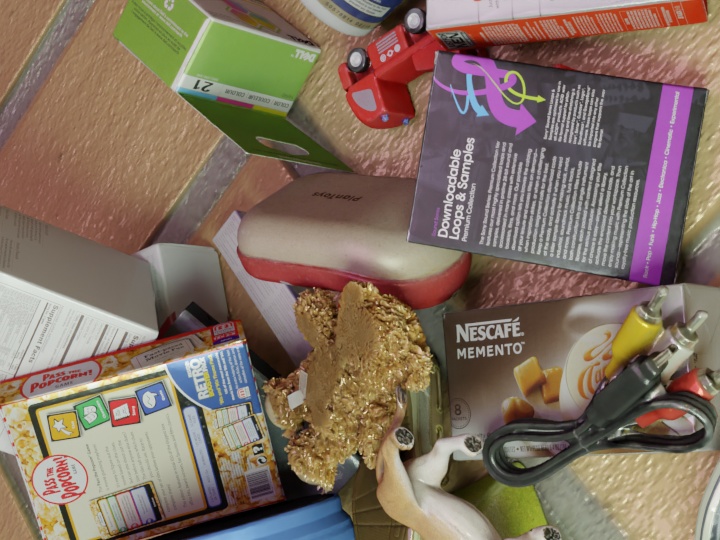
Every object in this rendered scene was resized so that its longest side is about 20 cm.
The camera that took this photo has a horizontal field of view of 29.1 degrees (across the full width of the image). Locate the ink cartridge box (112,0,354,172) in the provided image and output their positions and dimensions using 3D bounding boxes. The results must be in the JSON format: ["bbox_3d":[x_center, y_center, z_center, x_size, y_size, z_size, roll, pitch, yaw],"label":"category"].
[{"bbox_3d":[-0.093,-0.172,1.193,0.200,0.147,0.076,41,111,32],"label":"ink cartridge box"}]

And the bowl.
[{"bbox_3d":[-0.102,0.217,1.100,0.200,0.200,0.040,-18,83,37],"label":"bowl"}]

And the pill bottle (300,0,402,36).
[{"bbox_3d":[0.033,-0.293,1.122,0.200,0.111,0.112,-40,63,30],"label":"pill bottle"}]

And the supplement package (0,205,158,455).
[{"bbox_3d":[-0.293,0.049,1.168,0.151,0.199,0.152,-62,20,15],"label":"supplement package"}]

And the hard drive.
[{"bbox_3d":[-0.108,0.141,1.195,0.200,0.033,0.140,40,115,-1],"label":"hard drive"}]

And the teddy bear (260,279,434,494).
[{"bbox_3d":[-0.009,0.086,1.060,0.145,0.066,0.201,50,131,38],"label":"teddy bear"}]

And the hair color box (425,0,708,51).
[{"bbox_3d":[0.149,-0.226,1.014,0.198,0.061,0.102,-3,82,18],"label":"hair color box"}]

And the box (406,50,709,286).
[{"bbox_3d":[0.141,-0.075,1.012,0.198,0.036,0.144,10,95,10],"label":"box"}]

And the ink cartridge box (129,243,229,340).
[{"bbox_3d":[-0.219,0.075,1.317,0.199,0.083,0.146,-22,74,35],"label":"ink cartridge box"}]

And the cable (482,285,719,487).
[{"bbox_3d":[0.170,0.100,0.940,0.097,0.050,0.200,50,132,8],"label":"cable"}]

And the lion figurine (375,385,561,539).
[{"bbox_3d":[0.066,0.187,0.999,0.201,0.072,0.123,54,144,14],"label":"lion figurine"}]

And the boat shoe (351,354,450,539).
[{"bbox_3d":[0.039,0.149,1.094,0.074,0.066,0.202,-16,64,44],"label":"boat shoe"}]

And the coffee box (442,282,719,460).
[{"bbox_3d":[0.165,0.077,1.008,0.199,0.079,0.115,-8,82,38],"label":"coffee box"}]

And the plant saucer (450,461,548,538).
[{"bbox_3d":[0.075,0.280,1.088,0.199,0.048,0.201,-33,68,33],"label":"plant saucer"}]

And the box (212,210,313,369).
[{"bbox_3d":[-0.062,0.031,1.222,0.042,0.039,0.200,-50,59,23],"label":"box"}]

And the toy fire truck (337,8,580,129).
[{"bbox_3d":[0.079,-0.147,1.114,0.199,0.049,0.142,-29,70,35],"label":"toy fire truck"}]

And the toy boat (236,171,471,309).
[{"bbox_3d":[0.000,0.000,1.140,0.199,0.130,0.132,9,122,40],"label":"toy boat"}]

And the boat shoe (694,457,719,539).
[{"bbox_3d":[0.258,0.206,0.931,0.062,0.074,0.202,10,98,34],"label":"boat shoe"}]

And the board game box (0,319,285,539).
[{"bbox_3d":[-0.173,0.138,1.118,0.046,0.198,0.153,-118,15,-66],"label":"board game box"}]
